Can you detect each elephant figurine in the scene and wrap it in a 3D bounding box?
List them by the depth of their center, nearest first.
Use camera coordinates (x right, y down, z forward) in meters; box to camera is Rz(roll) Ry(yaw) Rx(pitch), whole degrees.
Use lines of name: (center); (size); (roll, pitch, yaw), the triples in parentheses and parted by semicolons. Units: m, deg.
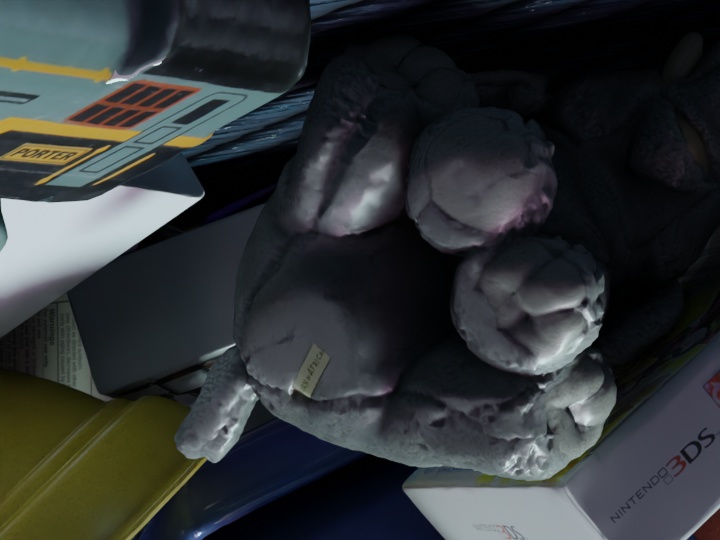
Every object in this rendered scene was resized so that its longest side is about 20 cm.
elephant figurine: (0.061, -0.016, 0.796); (0.155, 0.142, 0.200); (17, -154, 27)

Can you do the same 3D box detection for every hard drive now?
hard drive: (-0.156, 0.018, 0.796); (0.200, 0.025, 0.132); (-34, 168, 14)

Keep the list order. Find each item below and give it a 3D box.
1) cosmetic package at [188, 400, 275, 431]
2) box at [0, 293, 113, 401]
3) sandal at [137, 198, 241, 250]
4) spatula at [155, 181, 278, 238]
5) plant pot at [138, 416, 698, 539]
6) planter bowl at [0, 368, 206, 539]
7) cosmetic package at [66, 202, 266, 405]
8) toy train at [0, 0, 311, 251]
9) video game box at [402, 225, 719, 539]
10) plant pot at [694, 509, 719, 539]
cosmetic package: (-0.084, 0.047, 1.183); (0.200, 0.102, 0.071); (-15, 174, 38)
box: (-0.182, 0.049, 0.974); (0.200, 0.095, 0.078); (-4, -172, -44)
sandal: (0.000, 0.000, 1.025); (0.199, 0.054, 0.080); (1, 173, 18)
spatula: (-0.099, -0.015, 0.938); (0.199, 0.021, 0.057); (-9, 170, -11)
plant pot: (0.016, 0.146, 1.028); (0.200, 0.180, 0.200); (-25, 165, -24)
planter bowl: (-0.141, 0.094, 0.876); (0.200, 0.083, 0.200); (-45, -179, 1)
cosmetic package: (-0.002, -0.003, 0.944); (0.199, 0.051, 0.083); (-20, 171, 7)
toy train: (-0.094, -0.044, 0.417); (0.114, 0.085, 0.200); (-27, 166, 24)
video game box: (0.113, 0.027, 0.850); (0.182, 0.047, 0.200); (-39, -176, -13)
plant pot: (0.160, 0.028, 1.098); (0.199, 0.177, 0.200); (-6, 173, -39)
